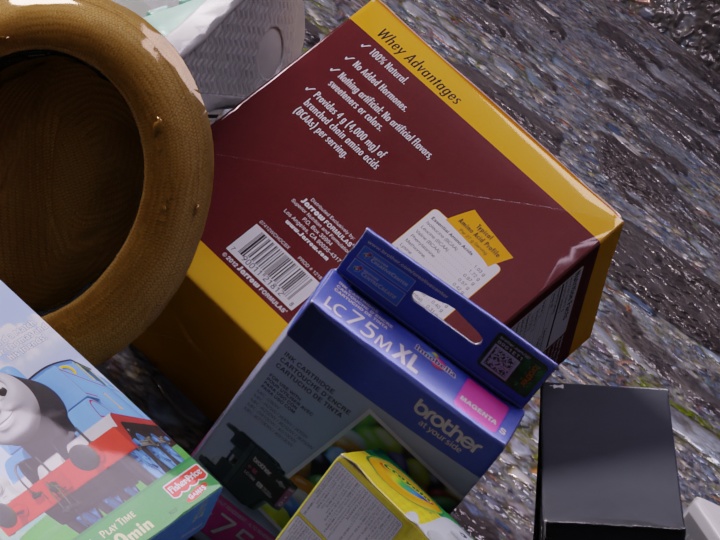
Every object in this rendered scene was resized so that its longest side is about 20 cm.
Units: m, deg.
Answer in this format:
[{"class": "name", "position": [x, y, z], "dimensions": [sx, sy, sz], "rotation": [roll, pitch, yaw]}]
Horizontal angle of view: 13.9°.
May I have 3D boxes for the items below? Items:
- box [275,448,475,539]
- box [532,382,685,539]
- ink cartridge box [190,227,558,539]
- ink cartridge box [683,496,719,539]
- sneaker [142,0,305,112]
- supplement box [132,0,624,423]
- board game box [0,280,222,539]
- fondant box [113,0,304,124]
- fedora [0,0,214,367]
[{"class": "box", "position": [0.037, 0.191, 1.387], "dimensions": [0.200, 0.117, 0.048], "rotation": [44, 20, 21]}, {"class": "box", "position": [0.130, 0.160, 1.588], "dimensions": [0.079, 0.142, 0.200], "rotation": [1, 19, 3]}, {"class": "ink cartridge box", "position": [-0.004, 0.084, 1.450], "dimensions": [0.119, 0.200, 0.042], "rotation": [37, 34, -1]}, {"class": "ink cartridge box", "position": [0.304, 0.244, 1.914], "dimensions": [0.173, 0.044, 0.200], "rotation": [27, 19, -34]}, {"class": "sneaker", "position": [-0.121, -0.121, 1.619], "dimensions": [0.118, 0.074, 0.200], "rotation": [12, 28, 31]}, {"class": "supplement box", "position": [0.000, 0.000, 1.614], "dimensions": [0.197, 0.200, 0.133], "rotation": [43, -25, 18]}, {"class": "board game box", "position": [-0.182, 0.073, 1.297], "dimensions": [0.200, 0.037, 0.151], "rotation": [41, 44, 15]}, {"class": "fondant box", "position": [-0.144, -0.133, 1.734], "dimensions": [0.144, 0.200, 0.058], "rotation": [40, 12, 12]}, {"class": "fedora", "position": [-0.158, -0.042, 1.485], "dimensions": [0.200, 0.201, 0.082], "rotation": [40, 8, 10]}]
